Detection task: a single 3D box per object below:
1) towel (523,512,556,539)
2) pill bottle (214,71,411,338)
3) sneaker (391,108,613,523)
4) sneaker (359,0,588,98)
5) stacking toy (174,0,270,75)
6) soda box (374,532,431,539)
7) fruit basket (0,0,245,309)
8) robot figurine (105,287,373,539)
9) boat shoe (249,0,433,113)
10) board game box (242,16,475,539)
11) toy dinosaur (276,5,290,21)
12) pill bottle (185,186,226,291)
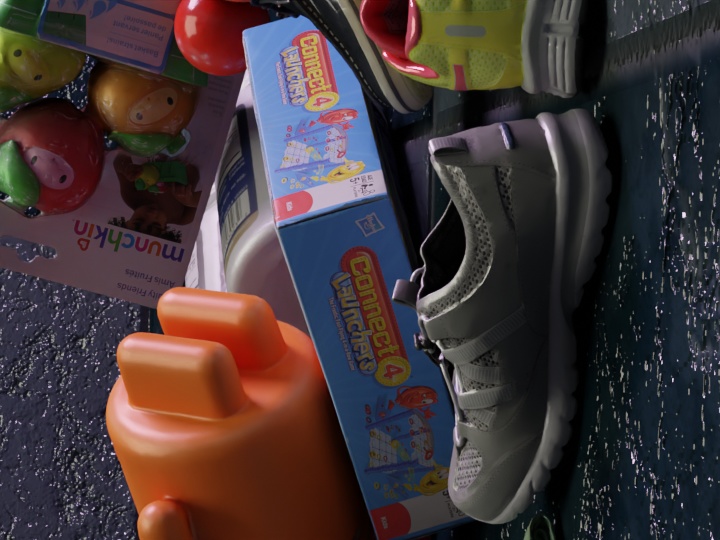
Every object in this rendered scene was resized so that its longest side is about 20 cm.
[{"bbox_3d":[0.069,0.231,1.164,0.153,0.023,0.201,-97,12,-45],"label":"towel"},{"bbox_3d":[-0.031,-0.050,1.563,0.200,0.110,0.111,-100,14,-51],"label":"pill bottle"},{"bbox_3d":[0.051,0.019,1.122,0.075,0.082,0.201,-104,18,-59],"label":"sneaker"},{"bbox_3d":[0.042,-0.120,1.178,0.200,0.090,0.079,-136,47,-80],"label":"sneaker"},{"bbox_3d":[-0.063,-0.197,1.420,0.086,0.085,0.201,-104,24,-58],"label":"stacking toy"},{"bbox_3d":[0.003,0.225,1.455,0.070,0.063,0.201,162,110,-80],"label":"soda box"},{"bbox_3d":[-0.164,-0.092,1.511,0.094,0.184,0.201,-161,87,-74],"label":"fruit basket"},{"bbox_3d":[-0.057,0.104,1.331,0.144,0.116,0.201,-107,0,-59],"label":"robot figurine"},{"bbox_3d":[-0.034,-0.150,1.256,0.200,0.062,0.075,54,-163,12],"label":"boat shoe"},{"bbox_3d":[0.000,0.000,1.328,0.196,0.056,0.201,-103,-4,-56],"label":"board game box"},{"bbox_3d":[-0.007,-0.202,1.529,0.136,0.085,0.201,109,164,-63],"label":"toy dinosaur"},{"bbox_3d":[-0.058,0.020,1.710,0.114,0.113,0.201,104,165,-54],"label":"pill bottle"}]
